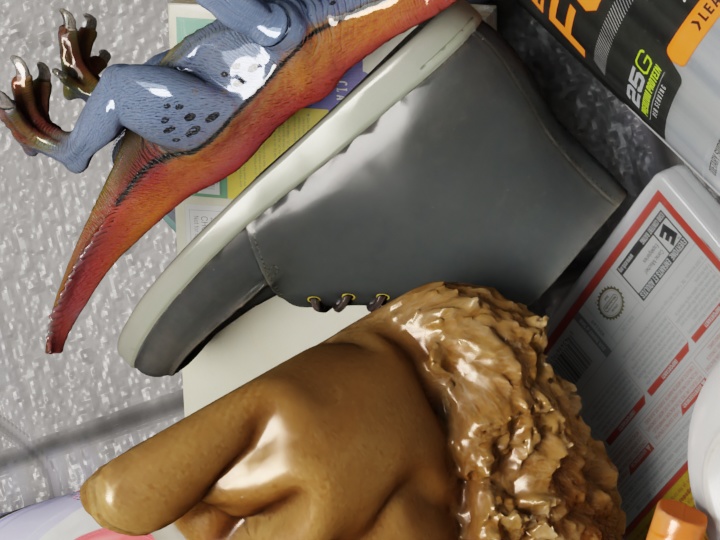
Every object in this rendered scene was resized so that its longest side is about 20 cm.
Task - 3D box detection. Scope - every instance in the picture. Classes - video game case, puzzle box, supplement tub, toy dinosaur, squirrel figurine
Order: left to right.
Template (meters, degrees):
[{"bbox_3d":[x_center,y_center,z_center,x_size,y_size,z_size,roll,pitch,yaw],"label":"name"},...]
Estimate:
[{"bbox_3d":[-0.032,-0.076,0.727,0.181,0.105,0.201,0,107,20],"label":"toy dinosaur"},{"bbox_3d":[-0.009,-0.012,0.810,0.133,0.025,0.201,5,110,15],"label":"puzzle box"},{"bbox_3d":[0.019,0.114,0.692,0.200,0.142,0.187,-29,88,-18],"label":"squirrel figurine"},{"bbox_3d":[0.118,-0.126,0.732,0.200,0.122,0.123,47,111,21],"label":"supplement tub"},{"bbox_3d":[0.146,0.078,0.743,0.200,0.017,0.143,52,140,19],"label":"video game case"}]

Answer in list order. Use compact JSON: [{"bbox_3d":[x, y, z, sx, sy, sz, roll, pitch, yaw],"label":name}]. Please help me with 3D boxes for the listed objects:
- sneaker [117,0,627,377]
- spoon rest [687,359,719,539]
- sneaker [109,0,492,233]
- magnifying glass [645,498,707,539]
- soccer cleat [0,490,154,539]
[{"bbox_3d":[0.000,0.000,0.756,0.200,0.075,0.106,-41,95,23],"label":"sneaker"},{"bbox_3d":[0.143,0.110,0.714,0.099,0.061,0.200,37,120,32],"label":"spoon rest"},{"bbox_3d":[-0.007,-0.070,0.848,0.200,0.074,0.088,-28,107,22],"label":"sneaker"},{"bbox_3d":[0.082,0.177,0.699,0.022,0.080,0.200,20,101,8],"label":"magnifying glass"},{"bbox_3d":[-0.137,0.132,0.903,0.200,0.068,0.073,-5,43,52],"label":"soccer cleat"}]
